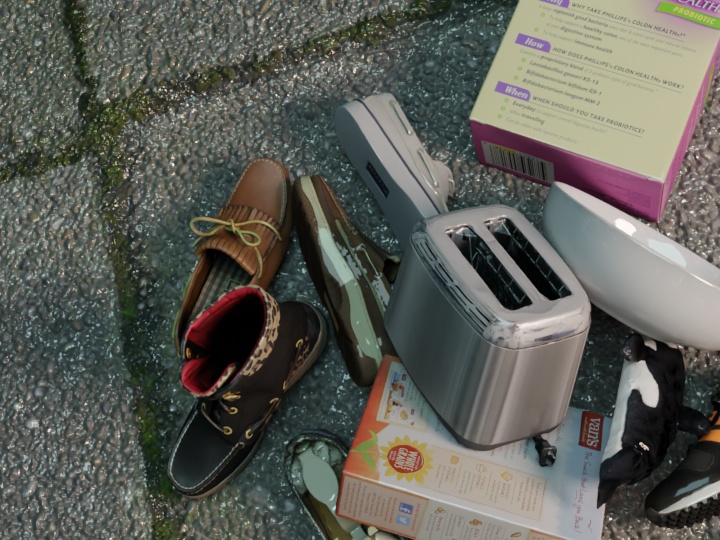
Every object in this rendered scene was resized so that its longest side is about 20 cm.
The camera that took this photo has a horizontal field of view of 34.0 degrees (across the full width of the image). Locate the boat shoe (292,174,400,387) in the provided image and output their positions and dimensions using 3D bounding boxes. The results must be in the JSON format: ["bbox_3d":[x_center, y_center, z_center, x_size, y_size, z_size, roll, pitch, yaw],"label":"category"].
[{"bbox_3d":[-0.001,0.003,1.043,0.074,0.075,0.204,-15,70,-14],"label":"boat shoe"}]

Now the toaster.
[{"bbox_3d":[0.100,0.042,0.912,0.113,0.130,0.201,-11,45,-22],"label":"toaster"}]

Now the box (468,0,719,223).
[{"bbox_3d":[0.215,-0.173,1.038,0.174,0.097,0.202,20,77,17],"label":"box"}]

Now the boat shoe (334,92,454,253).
[{"bbox_3d":[0.051,-0.073,1.055,0.065,0.072,0.201,-25,71,-23],"label":"boat shoe"}]

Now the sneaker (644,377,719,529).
[{"bbox_3d":[0.299,0.127,0.938,0.199,0.070,0.090,-29,62,-4],"label":"sneaker"}]

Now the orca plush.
[{"bbox_3d":[0.233,0.107,0.903,0.070,0.200,0.106,4,104,20],"label":"orca plush"}]

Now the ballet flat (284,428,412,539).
[{"bbox_3d":[-0.004,0.214,0.964,0.072,0.072,0.201,-35,69,-2],"label":"ballet flat"}]

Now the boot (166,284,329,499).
[{"bbox_3d":[-0.113,0.099,0.977,0.073,0.151,0.200,40,89,18],"label":"boot"}]

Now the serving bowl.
[{"bbox_3d":[0.224,0.007,0.934,0.199,0.200,0.066,33,103,19],"label":"serving bowl"}]

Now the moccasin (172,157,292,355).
[{"bbox_3d":[-0.118,-0.011,1.058,0.073,0.078,0.203,22,77,17],"label":"moccasin"}]

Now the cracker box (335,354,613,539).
[{"bbox_3d":[0.093,0.155,0.925,0.198,0.058,0.134,15,41,8],"label":"cracker box"}]
